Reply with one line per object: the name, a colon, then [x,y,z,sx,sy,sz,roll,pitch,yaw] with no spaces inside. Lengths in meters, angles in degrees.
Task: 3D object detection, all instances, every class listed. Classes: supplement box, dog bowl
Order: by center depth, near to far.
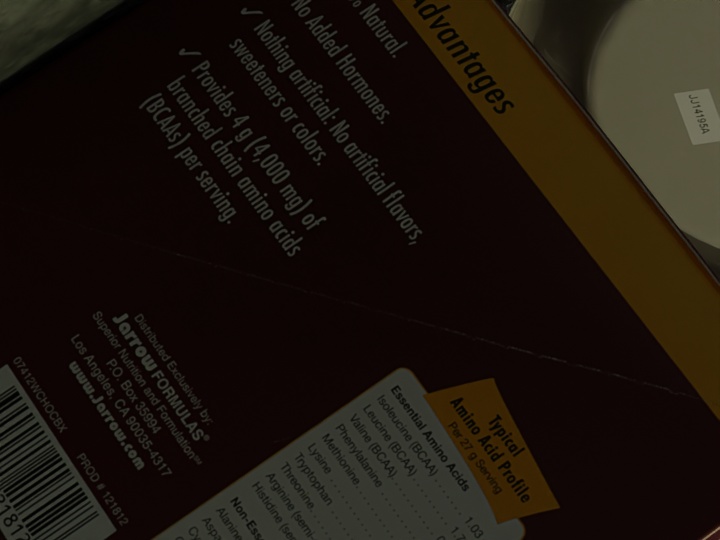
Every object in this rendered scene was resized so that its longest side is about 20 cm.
supplement box: [-0.018,0.042,0.653,0.199,0.198,0.133,-34,160,-7]
dog bowl: [0.141,-0.064,0.772,0.200,0.199,0.059,-49,-161,45]
